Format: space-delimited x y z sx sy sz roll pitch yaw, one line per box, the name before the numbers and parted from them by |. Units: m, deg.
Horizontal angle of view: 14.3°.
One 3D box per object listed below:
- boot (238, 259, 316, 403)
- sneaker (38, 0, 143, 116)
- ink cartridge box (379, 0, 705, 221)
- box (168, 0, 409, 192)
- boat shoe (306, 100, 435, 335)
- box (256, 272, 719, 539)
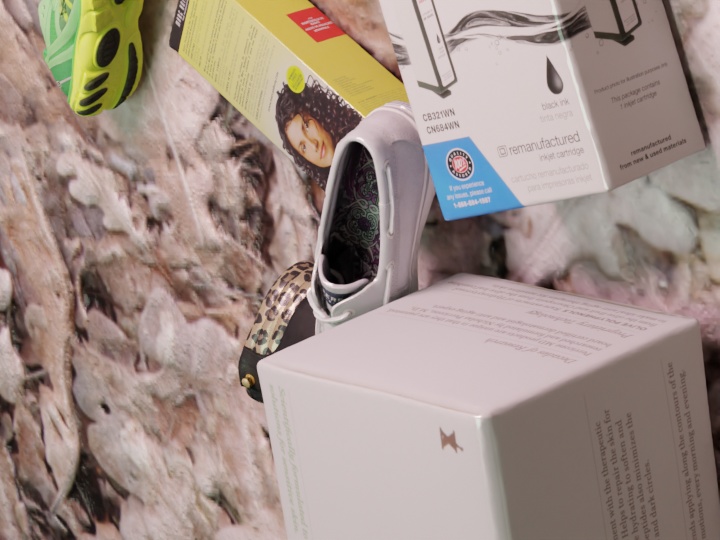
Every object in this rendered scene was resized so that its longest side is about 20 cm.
boot | -0.014 0.101 1.809 0.150 0.073 0.201 29 111 43
sneaker | -0.179 -0.191 1.891 0.084 0.074 0.201 42 137 25
ink cartridge box | 0.088 -0.141 1.574 0.146 0.084 0.201 -10 100 53
box | -0.036 -0.117 1.770 0.200 0.050 0.076 43 136 31
boat shoe | 0.000 0.000 1.686 0.072 0.068 0.201 33 125 25
box | 0.077 0.129 1.613 0.199 0.171 0.200 11 116 48
